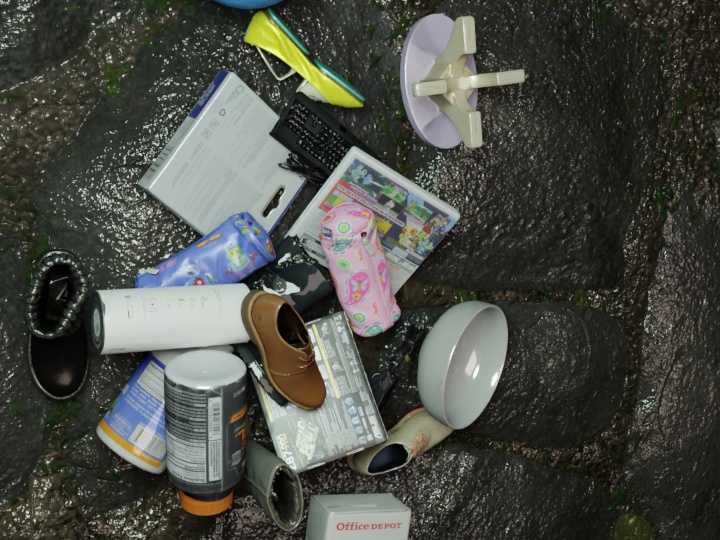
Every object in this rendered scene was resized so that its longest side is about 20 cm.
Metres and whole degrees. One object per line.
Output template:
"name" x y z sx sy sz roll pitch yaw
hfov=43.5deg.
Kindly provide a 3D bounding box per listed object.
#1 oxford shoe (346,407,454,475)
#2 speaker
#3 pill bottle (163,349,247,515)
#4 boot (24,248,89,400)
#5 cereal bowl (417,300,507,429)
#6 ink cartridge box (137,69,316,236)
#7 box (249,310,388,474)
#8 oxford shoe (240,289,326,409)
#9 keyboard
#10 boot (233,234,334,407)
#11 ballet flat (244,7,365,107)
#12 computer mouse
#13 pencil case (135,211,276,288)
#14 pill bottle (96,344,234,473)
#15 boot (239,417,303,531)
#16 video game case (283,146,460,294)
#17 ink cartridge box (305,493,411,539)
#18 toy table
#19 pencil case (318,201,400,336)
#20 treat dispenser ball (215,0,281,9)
"oxford shoe" 0.079 0.276 1.429 0.199 0.074 0.071 -25 107 -18
"speaker" -0.239 0.060 1.159 0.198 0.081 0.082 -3 99 -29
"pill bottle" -0.200 0.214 1.169 0.105 0.106 0.202 -5 112 -22
"boot" -0.386 0.077 1.151 0.079 0.158 0.214 -5 99 -21
"cereal bowl" 0.148 0.140 1.415 0.200 0.083 0.202 -30 128 -47
"ink cartridge box" -0.177 -0.141 1.266 0.200 0.040 0.200 41 81 -38
"box" -0.067 0.179 1.308 0.160 0.049 0.202 -19 79 -10
"oxford shoe" -0.086 0.113 1.185 0.071 0.071 0.201 -52 132 -32
"keyboard" -0.043 -0.163 1.306 0.199 0.040 0.105 34 84 -38
"boot" -0.104 0.065 1.270 0.167 0.076 0.201 -33 73 -6
"ballet flat" -0.084 -0.286 1.290 0.200 0.067 0.067 40 103 -20
"computer mouse" 0.035 0.167 1.398 0.046 0.140 0.201 31 123 11
"pencil case" -0.216 -0.004 1.231 0.199 0.078 0.087 -30 123 1
"pill bottle" -0.263 0.167 1.245 0.112 0.112 0.201 37 82 -23
"boot" -0.154 0.248 1.254 0.072 0.200 0.183 -24 106 -17
"video game case" 0.017 -0.064 1.336 0.199 0.023 0.183 29 116 -24
"ink cartridge box" -0.011 0.456 1.411 0.143 0.085 0.202 5 97 -24
"toy table" 0.139 -0.283 1.352 0.183 0.117 0.202 -23 107 -19
"pencil case" 0.000 0.000 1.311 0.087 0.087 0.201 -28 127 -17
"treat dispenser ball" -0.146 -0.440 1.157 0.199 0.201 0.203 -4 99 -23
